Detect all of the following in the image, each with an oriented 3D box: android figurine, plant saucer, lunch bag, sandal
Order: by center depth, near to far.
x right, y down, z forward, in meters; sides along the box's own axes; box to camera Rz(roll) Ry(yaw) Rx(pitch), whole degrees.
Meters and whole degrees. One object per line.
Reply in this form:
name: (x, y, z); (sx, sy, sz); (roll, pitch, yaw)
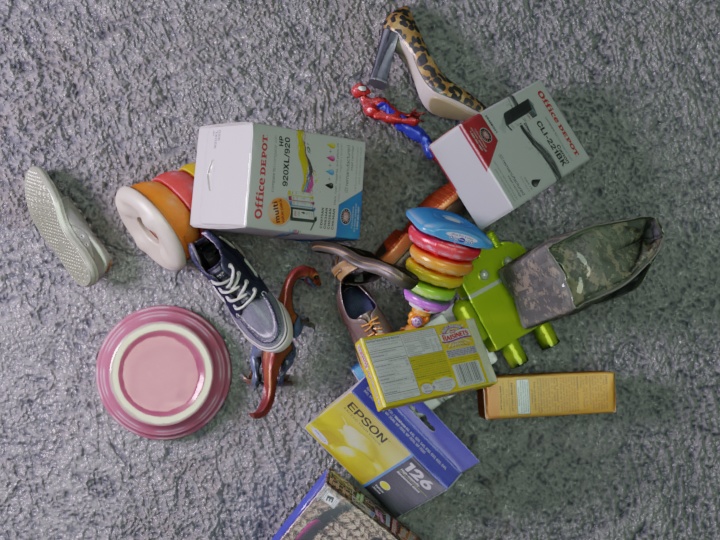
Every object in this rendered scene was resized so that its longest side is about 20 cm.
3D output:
sandal: (0.000, 0.000, 1.668); (0.200, 0.082, 0.055); (24, 96, 39)
lunch bag: (0.329, -0.006, 1.696); (0.200, 0.164, 0.118); (-24, 87, -23)
plant saucer: (-0.291, 0.151, 1.731); (0.200, 0.051, 0.201); (0, 87, -4)
android figurine: (0.219, 0.039, 1.759); (0.182, 0.041, 0.200); (-26, 91, -21)

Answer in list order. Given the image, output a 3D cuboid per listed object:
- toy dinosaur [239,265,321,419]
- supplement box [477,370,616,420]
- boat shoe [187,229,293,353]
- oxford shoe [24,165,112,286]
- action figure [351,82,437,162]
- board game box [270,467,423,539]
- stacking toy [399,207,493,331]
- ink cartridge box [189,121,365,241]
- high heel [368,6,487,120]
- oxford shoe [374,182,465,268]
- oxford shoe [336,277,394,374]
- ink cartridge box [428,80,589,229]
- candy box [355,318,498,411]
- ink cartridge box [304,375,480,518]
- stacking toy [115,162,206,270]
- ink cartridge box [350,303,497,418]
toy dinosaur: (-0.104, 0.089, 1.702); (0.105, 0.200, 0.182); (10, 119, -18)
supplement box: (0.279, 0.186, 1.760); (0.200, 0.067, 0.069); (-4, 88, -3)
boat shoe: (-0.175, 0.029, 1.652); (0.075, 0.093, 0.200); (-42, 63, 7)
oxford shoe: (-0.431, -0.067, 1.730); (0.058, 0.075, 0.200); (-26, 79, -45)
action figure: (0.071, -0.219, 1.763); (0.200, 0.065, 0.052); (32, 108, -3)
board game box: (-0.019, 0.417, 1.706); (0.200, 0.097, 0.159); (38, 94, -2)
stacking toy: (0.100, 0.019, 1.678); (0.116, 0.110, 0.200); (14, 105, -17)
ink cartridge box: (-0.117, -0.122, 1.663); (0.200, 0.145, 0.147); (5, 88, -39)
high heel: (0.119, -0.313, 1.774); (0.200, 0.071, 0.143); (20, 70, -12)
oxford shoe: (0.112, -0.062, 1.757); (0.200, 0.071, 0.073); (-43, 108, 2)
oxford shoe: (0.017, 0.097, 1.685); (0.071, 0.073, 0.200); (-31, 62, -5)
ink cartridge box: (0.220, -0.172, 1.713); (0.200, 0.084, 0.144); (-32, 90, -39)
candy box: (0.094, 0.130, 1.637); (0.200, 0.026, 0.102); (-8, 67, -33)
ink cartridge box: (0.041, 0.250, 1.685); (0.198, 0.200, 0.047); (46, 51, 0)
stacking toy: (-0.244, -0.108, 1.724); (0.200, 0.146, 0.146); (-40, 91, -23)
ink cartridge box: (0.099, 0.141, 1.748); (0.200, 0.067, 0.116); (-33, 89, -4)
